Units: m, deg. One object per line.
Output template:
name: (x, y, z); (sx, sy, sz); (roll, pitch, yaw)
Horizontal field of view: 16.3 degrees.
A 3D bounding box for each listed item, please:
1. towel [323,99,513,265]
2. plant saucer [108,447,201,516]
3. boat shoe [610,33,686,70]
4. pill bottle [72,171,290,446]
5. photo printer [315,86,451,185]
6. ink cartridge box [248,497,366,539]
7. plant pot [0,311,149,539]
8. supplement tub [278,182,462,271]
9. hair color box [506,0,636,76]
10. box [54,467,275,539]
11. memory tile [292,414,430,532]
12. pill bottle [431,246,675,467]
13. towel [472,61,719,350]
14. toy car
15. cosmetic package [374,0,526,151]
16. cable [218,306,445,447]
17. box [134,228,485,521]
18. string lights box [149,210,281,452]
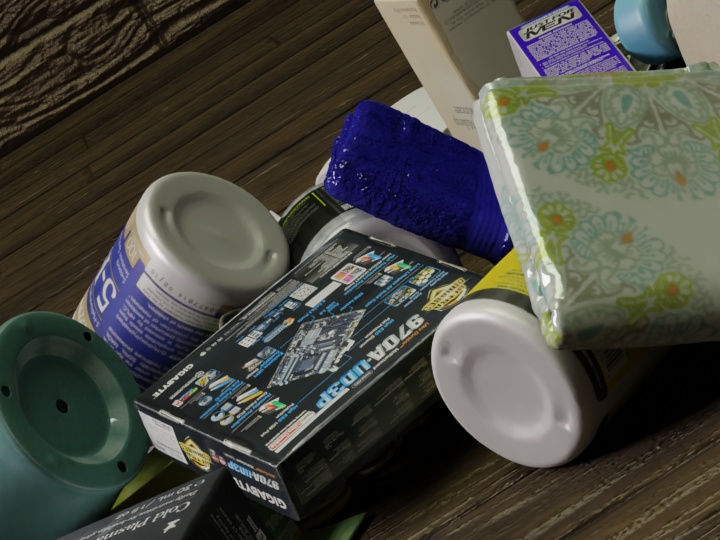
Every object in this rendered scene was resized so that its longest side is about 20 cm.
towel: (0.075, -0.054, 1.752); (0.148, 0.199, 0.050); (-82, 15, -72)
plant saucer: (-0.108, 0.120, 1.783); (0.200, 0.031, 0.200); (-41, 5, 4)
boat shoe: (0.240, -0.154, 1.963); (0.199, 0.071, 0.064); (-14, 21, 46)
pill bottle: (-0.144, 0.037, 1.824); (0.200, 0.119, 0.120); (-56, -2, 37)
photo printer: (0.061, -0.108, 2.173); (0.166, 0.070, 0.199); (-40, 17, -29)
ink cartridge box: (-0.105, 0.185, 1.574); (0.199, 0.060, 0.104); (-22, 16, 32)
plant pot: (-0.247, 0.130, 1.697); (0.188, 0.200, 0.200); (-36, 10, 35)
supplement tub: (0.000, 0.000, 1.840); (0.122, 0.123, 0.200); (-32, 16, -3)
hair color box: (0.169, -0.096, 1.737); (0.064, 0.110, 0.200); (-23, 30, 0)
box: (-0.150, 0.235, 1.383); (0.199, 0.124, 0.197); (-25, 18, 25)
memory tile: (-0.047, 0.133, 1.712); (0.199, 0.017, 0.153); (-15, 22, 49)
pill bottle: (0.141, 0.018, 1.515); (0.114, 0.115, 0.200); (-14, 22, 48)
towel: (0.166, -0.038, 1.463); (0.170, 0.048, 0.201); (-6, 51, -13)
toy car: (0.313, -0.172, 1.712); (0.199, 0.178, 0.184); (-28, 5, -41)
cosmetic package: (0.102, -0.145, 1.956); (0.073, 0.201, 0.103); (-34, 14, -12)
cable: (-0.015, 0.057, 1.674); (0.097, 0.051, 0.200); (-30, 44, -23)
box: (-0.024, 0.061, 1.600); (0.200, 0.046, 0.158); (-40, 35, -25)
string lights box: (-0.122, 0.052, 1.957); (0.199, 0.103, 0.059); (-33, 13, -5)
